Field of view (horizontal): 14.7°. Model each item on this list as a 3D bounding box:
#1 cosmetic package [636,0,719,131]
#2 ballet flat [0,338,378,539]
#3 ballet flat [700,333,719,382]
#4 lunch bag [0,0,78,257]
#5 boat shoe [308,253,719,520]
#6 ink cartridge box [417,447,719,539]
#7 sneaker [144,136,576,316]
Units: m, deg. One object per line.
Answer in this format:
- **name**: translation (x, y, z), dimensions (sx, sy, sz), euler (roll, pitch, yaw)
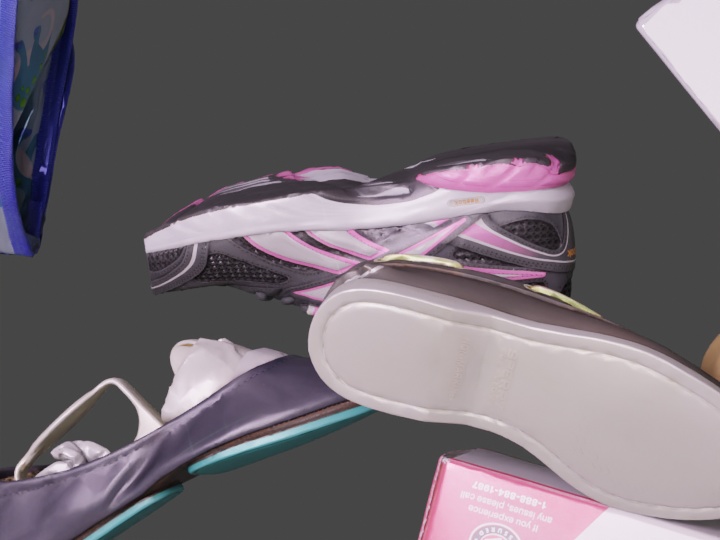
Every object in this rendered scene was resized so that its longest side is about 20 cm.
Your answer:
- **cosmetic package**: translation (0.184, -0.094, 1.111), dimensions (0.113, 0.200, 0.081), euler (-39, 83, 7)
- **ballet flat**: translation (-0.084, 0.071, 1.237), dimensions (0.199, 0.073, 0.073), euler (-28, 84, 13)
- **ballet flat**: translation (0.219, -0.002, 1.172), dimensions (0.069, 0.063, 0.200), euler (41, 98, 9)
- **lunch bag**: translation (-0.215, -0.106, 1.228), dimensions (0.169, 0.128, 0.201), euler (12, 123, 7)
- **boat shoe**: translation (0.079, 0.043, 1.155), dimensions (0.201, 0.060, 0.072), euler (19, 114, 2)
- **ink cartridge box**: translation (0.081, 0.192, 1.191), dimensions (0.146, 0.083, 0.201), euler (16, 93, 12)
- **sneaker**: translation (0.000, 0.000, 1.216), dimensions (0.199, 0.080, 0.087), euler (-7, 99, 18)
